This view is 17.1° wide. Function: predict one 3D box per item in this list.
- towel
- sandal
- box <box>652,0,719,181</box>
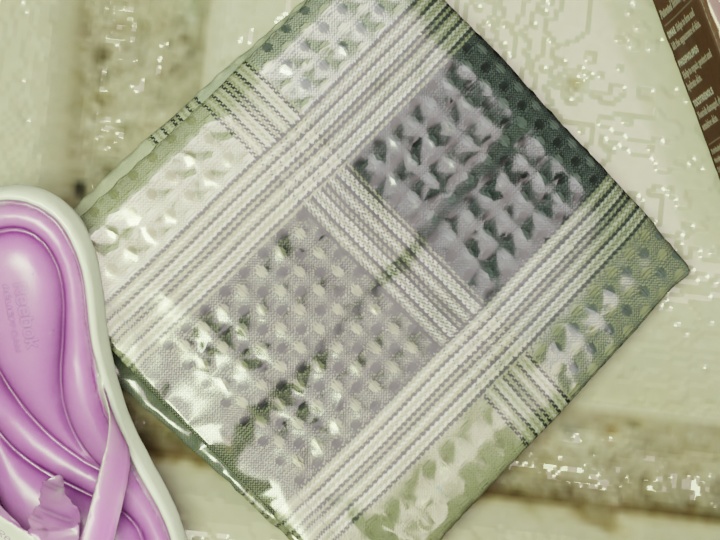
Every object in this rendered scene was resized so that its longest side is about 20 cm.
[{"bbox_3d":[0.000,0.000,0.942,0.200,0.035,0.193,-44,93,-10],"label":"towel"},{"bbox_3d":[-0.120,0.071,0.894,0.082,0.050,0.204,-15,96,11],"label":"sandal"},{"bbox_3d":[0.167,-0.126,0.947,0.100,0.075,0.201,-19,88,-7],"label":"box"}]
